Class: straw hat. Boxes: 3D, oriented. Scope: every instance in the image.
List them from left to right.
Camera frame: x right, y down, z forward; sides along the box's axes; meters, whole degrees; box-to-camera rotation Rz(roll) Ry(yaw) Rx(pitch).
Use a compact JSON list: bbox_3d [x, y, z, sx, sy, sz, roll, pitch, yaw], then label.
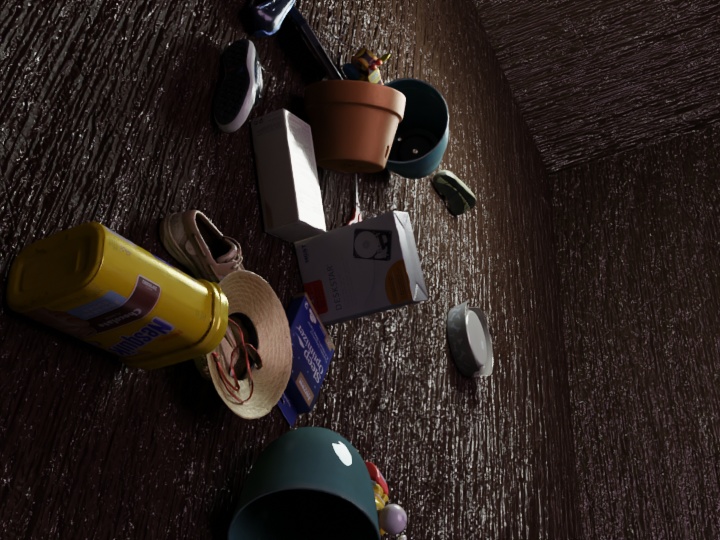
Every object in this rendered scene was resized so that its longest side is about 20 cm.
[{"bbox_3d":[-0.180,0.105,1.173,0.201,0.084,0.204,33,50,-52],"label":"straw hat"}]

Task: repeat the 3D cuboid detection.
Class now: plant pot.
[{"bbox_3d":[-0.069,0.312,1.177,0.162,0.198,0.202,-86,152,-60],"label":"plant pot"},{"bbox_3d":[-0.016,-0.270,1.673,0.199,0.197,0.142,15,79,-64],"label":"plant pot"},{"bbox_3d":[0.114,-0.306,1.992,0.188,0.197,0.203,51,30,-71],"label":"plant pot"}]

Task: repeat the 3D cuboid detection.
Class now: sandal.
[{"bbox_3d":[0.263,-0.225,2.419,0.201,0.079,0.058,48,21,-47],"label":"sandal"}]

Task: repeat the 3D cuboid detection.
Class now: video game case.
[{"bbox_3d":[-0.085,-0.440,1.734,0.200,0.019,0.143,52,5,-42],"label":"video game case"}]

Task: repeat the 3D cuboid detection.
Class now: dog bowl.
[{"bbox_3d":[0.280,0.178,2.227,0.200,0.058,0.203,45,38,-50],"label":"dog bowl"}]

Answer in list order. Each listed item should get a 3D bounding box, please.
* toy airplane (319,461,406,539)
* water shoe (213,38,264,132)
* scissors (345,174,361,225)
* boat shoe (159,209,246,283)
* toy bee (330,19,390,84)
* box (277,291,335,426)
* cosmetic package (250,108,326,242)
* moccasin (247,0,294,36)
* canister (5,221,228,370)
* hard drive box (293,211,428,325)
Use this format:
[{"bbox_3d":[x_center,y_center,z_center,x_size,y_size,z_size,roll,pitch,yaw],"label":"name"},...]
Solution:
[{"bbox_3d":[0.004,0.400,1.345,0.199,0.139,0.202,18,60,-64],"label":"toy airplane"},{"bbox_3d":[-0.186,-0.291,1.420,0.079,0.071,0.202,51,33,-47],"label":"water shoe"},{"bbox_3d":[-0.006,-0.122,1.811,0.073,0.014,0.202,52,31,-39],"label":"scissors"},{"bbox_3d":[-0.200,-0.012,1.224,0.200,0.064,0.072,48,35,-47],"label":"boat shoe"},{"bbox_3d":[0.007,-0.442,1.914,0.199,0.108,0.132,26,96,-51],"label":"toy bee"},{"bbox_3d":[-0.099,0.142,1.408,0.122,0.032,0.201,64,26,-26],"label":"box"},{"bbox_3d":[-0.123,-0.160,1.482,0.105,0.070,0.203,24,54,-62],"label":"cosmetic package"},{"bbox_3d":[-0.160,-0.512,1.598,0.069,0.079,0.202,68,20,-44],"label":"moccasin"},{"bbox_3d":[-0.262,0.032,0.951,0.200,0.147,0.088,38,43,-52],"label":"canister"},{"bbox_3d":[0.000,0.000,1.507,0.077,0.198,0.158,-2,77,-66],"label":"hard drive box"}]
